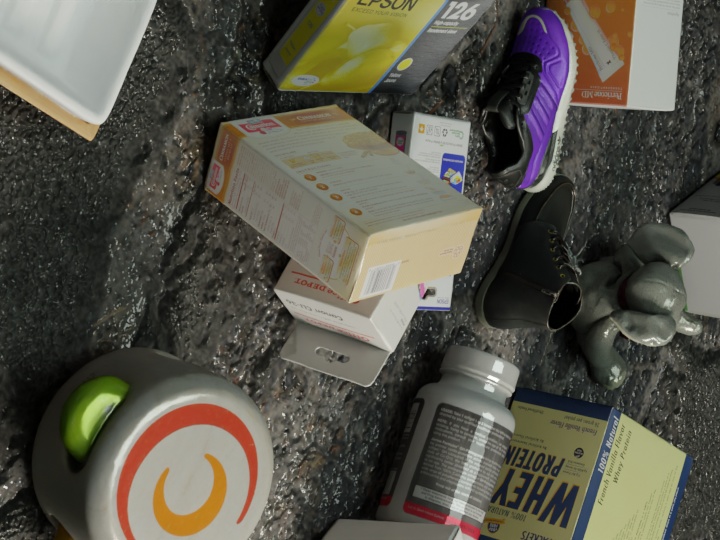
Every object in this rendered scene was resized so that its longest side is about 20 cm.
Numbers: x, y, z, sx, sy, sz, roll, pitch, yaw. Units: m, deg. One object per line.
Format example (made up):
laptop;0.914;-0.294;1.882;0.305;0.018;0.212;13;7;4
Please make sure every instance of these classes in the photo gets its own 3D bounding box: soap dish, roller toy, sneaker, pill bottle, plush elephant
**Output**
soap dish;-0.261;-0.216;1.317;0.200;0.081;0.158;33;72;-45
roller toy;-0.179;0.166;1.430;0.182;0.139;0.202;-14;110;-34
sneaker;0.174;-0.186;1.811;0.099;0.069;0.202;1;95;-45
pill bottle;0.097;0.185;1.759;0.111;0.110;0.201;32;74;-46
plush elephant;0.324;0.035;1.949;0.200;0.154;0.166;42;66;-43
sneaker;0.216;-0.015;1.858;0.075;0.106;0.201;46;64;-41

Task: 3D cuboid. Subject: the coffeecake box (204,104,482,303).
coffeecake box;-0.017;-0.065;1.518;0.153;0.200;0.073;-14;132;-45

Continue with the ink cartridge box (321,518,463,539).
ink cartridge box;0.043;0.356;1.693;0.084;0.144;0.201;-48;131;-54

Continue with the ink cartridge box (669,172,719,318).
ink cartridge box;0.494;-0.048;2.177;0.200;0.084;0.146;-34;121;-39

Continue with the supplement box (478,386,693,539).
supplement box;0.253;0.266;1.927;0.199;0.134;0.201;31;74;-46

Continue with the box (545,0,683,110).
box;0.281;-0.282;1.873;0.097;0.124;0.202;-2;98;-47

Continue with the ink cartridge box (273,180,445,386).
ink cartridge box;0.000;0.000;1.609;0.201;0.116;0.068;-62;147;-21

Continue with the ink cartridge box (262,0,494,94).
ink cartridge box;0.035;-0.245;1.577;0.197;0.200;0.047;-3;57;-47

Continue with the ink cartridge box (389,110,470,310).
ink cartridge box;0.064;-0.060;1.738;0.094;0.037;0.202;3;92;-49
